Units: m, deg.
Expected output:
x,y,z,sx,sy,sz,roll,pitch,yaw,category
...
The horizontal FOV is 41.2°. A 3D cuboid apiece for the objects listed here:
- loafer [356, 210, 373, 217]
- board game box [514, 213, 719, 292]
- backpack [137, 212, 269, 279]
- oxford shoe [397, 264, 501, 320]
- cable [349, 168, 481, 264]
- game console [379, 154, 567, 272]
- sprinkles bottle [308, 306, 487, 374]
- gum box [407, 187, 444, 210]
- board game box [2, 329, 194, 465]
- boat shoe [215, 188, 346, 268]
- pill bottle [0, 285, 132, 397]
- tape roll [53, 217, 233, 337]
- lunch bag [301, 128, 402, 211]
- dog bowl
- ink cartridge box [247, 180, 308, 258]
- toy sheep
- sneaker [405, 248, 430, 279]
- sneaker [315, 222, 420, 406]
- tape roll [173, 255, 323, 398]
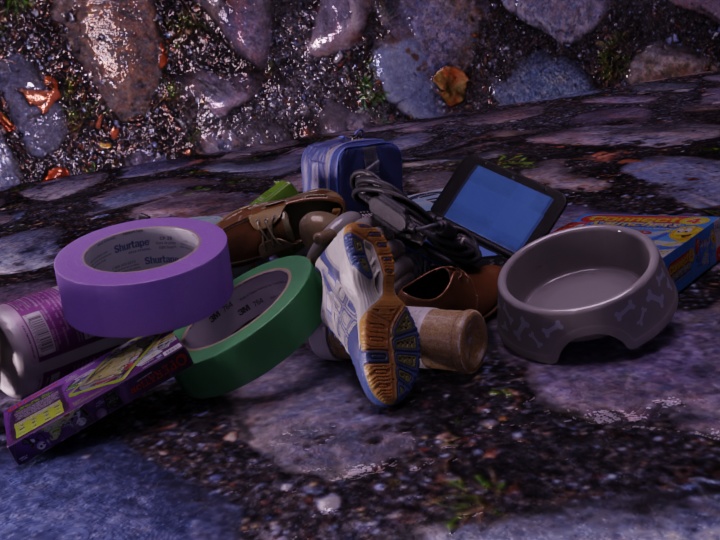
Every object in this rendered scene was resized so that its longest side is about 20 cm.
x,y,z,sx,sy,sz,roll,pitch,yaw,category
0.053,-0.053,1.484,0.198,0.072,0.073,-1,36,-38,loafer
0.332,-0.019,1.227,0.198,0.057,0.195,4,21,41,board game box
-0.223,0.002,1.328,0.126,0.169,0.199,24,28,30,backpack
0.115,0.024,1.141,0.071,0.072,0.199,28,35,35,oxford shoe
0.070,-0.071,1.215,0.162,0.051,0.200,19,11,-43,cable
0.151,-0.078,1.321,0.169,0.120,0.199,-5,25,-42,game console
0.038,0.071,1.046,0.198,0.069,0.068,2,18,35,sprinkles bottle
0.135,-0.103,1.668,0.198,0.045,0.170,-14,16,-14,gum box
-0.280,0.125,1.018,0.199,0.033,0.120,-30,24,-15,board game box
-0.109,-0.059,1.252,0.198,0.076,0.074,-24,9,-13,boat shoe
-0.358,0.071,1.190,0.111,0.114,0.199,6,21,44,pill bottle
-0.250,0.004,1.114,0.197,0.066,0.201,-4,25,2,tape roll
-0.006,-0.125,1.534,0.135,0.203,0.132,-12,17,-33,lunch bag
0.240,0.018,1.043,0.198,0.059,0.201,-16,27,8,dog bowl
-0.100,-0.051,1.400,0.075,0.148,0.200,-37,12,-6,ink cartridge box
0.000,0.000,1.189,0.138,0.200,0.138,-43,-11,-10,toy sheep
0.054,-0.010,1.337,0.080,0.077,0.200,8,22,19,sneaker
0.003,0.054,1.002,0.075,0.202,0.088,12,-35,-36,sneaker
-0.129,0.060,1.086,0.199,0.048,0.201,-29,21,12,tape roll
